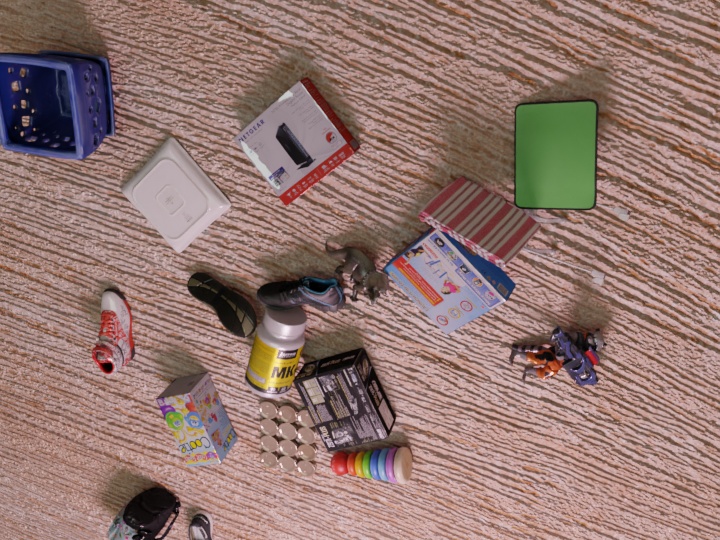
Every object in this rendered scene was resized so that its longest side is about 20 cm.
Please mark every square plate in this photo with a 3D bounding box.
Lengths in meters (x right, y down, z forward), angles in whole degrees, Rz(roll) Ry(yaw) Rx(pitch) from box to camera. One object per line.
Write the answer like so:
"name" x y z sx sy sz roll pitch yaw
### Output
"square plate" -0.419 -0.162 1.712 0.200 0.028 0.198 -37 98 27

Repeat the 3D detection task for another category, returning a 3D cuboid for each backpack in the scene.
"backpack" -0.599 0.690 2.076 0.127 0.167 0.200 44 123 18

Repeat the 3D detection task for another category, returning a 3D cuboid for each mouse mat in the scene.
"mouse mat" 0.360 -0.212 1.417 0.161 0.008 0.201 5 103 34

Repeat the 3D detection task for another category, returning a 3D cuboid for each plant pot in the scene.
"plant pot" -0.629 -0.358 1.605 0.199 0.180 0.201 8 115 13

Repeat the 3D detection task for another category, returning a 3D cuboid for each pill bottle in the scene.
"pill bottle" -0.190 0.180 1.740 0.114 0.114 0.200 21 117 7

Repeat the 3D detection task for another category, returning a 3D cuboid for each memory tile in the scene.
"memory tile" -0.178 0.416 1.894 0.153 0.017 0.201 9 114 13

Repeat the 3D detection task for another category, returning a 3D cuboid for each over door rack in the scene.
"over door rack" 0.403 -0.080 1.464 0.200 0.067 0.148 27 119 28

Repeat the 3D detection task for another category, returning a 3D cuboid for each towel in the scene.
"towel" 0.228 -0.094 1.455 0.200 0.146 0.030 34 143 20

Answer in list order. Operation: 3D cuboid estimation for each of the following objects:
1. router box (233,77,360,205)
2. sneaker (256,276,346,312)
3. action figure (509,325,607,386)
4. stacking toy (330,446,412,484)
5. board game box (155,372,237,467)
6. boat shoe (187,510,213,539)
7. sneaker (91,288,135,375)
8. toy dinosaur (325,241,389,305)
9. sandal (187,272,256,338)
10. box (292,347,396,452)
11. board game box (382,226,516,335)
"router box" -0.131 -0.261 1.568 0.200 0.049 0.180 -35 99 27
"sneaker" -0.133 0.040 1.676 0.199 0.073 0.082 0 143 8
"action figure" 0.401 0.157 1.560 0.193 0.105 0.200 -18 131 18
"stacking toy" 0.019 0.460 1.822 0.199 0.085 0.086 -4 111 24
"board game box" -0.403 0.370 1.893 0.103 0.105 0.201 -13 107 22
"boat shoe" -0.435 0.754 2.093 0.075 0.060 0.201 -1 112 17
"sneaker" -0.609 0.154 1.860 0.067 0.108 0.202 3 113 16
"toy dinosaur" 0.000 0.000 1.627 0.200 0.077 0.102 59 135 26
"sandal" -0.313 0.076 1.768 0.201 0.057 0.080 41 81 15
"box" -0.034 0.299 1.760 0.163 0.086 0.200 -19 106 23
"board game box" 0.177 0.013 1.550 0.200 0.056 0.196 46 140 -6
